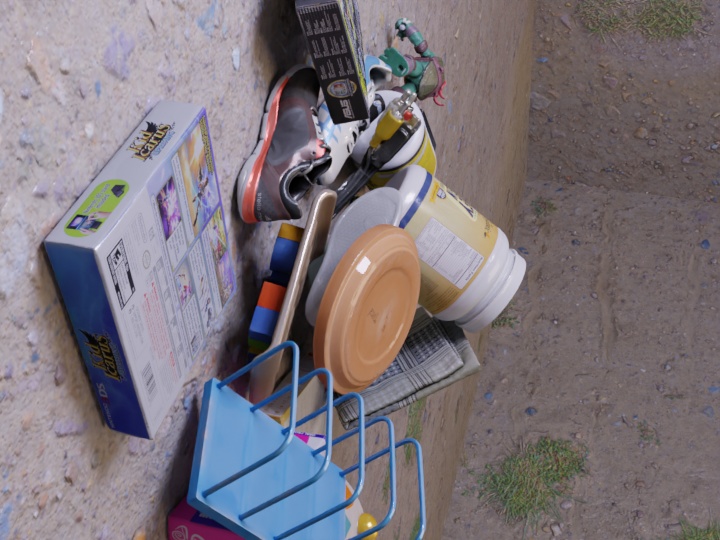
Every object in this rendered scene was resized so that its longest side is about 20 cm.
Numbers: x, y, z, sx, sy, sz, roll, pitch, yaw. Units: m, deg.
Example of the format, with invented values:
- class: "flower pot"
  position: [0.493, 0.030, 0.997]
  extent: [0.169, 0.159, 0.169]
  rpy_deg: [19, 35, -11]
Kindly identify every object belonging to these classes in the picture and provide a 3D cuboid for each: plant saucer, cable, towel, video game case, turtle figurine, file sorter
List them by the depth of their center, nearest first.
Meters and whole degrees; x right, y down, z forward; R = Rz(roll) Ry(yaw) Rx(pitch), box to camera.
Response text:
- class: "video game case"
  position: [-0.163, -0.001, 0.777]
  extent: [0.182, 0.045, 0.201]
  rpy_deg: [-65, 159, -45]
- class: "file sorter"
  position: [-0.043, 0.184, 0.925]
  extent: [0.200, 0.122, 0.139]
  rpy_deg: [42, 30, -31]
- class: "plant saucer"
  position: [0.015, 0.047, 1.115]
  extent: [0.200, 0.032, 0.202]
  rpy_deg: [-38, 137, -45]
- class: "cable"
  position: [0.009, -0.145, 1.236]
  extent: [0.200, 0.050, 0.097]
  rpy_deg: [-45, -178, 21]
- class: "towel"
  position: [0.049, 0.120, 1.300]
  extent: [0.193, 0.199, 0.035]
  rpy_deg: [-115, -179, -69]
- class: "turtle figurine"
  position: [0.075, -0.295, 1.450]
  extent: [0.200, 0.100, 0.151]
  rpy_deg: [-42, 140, -60]

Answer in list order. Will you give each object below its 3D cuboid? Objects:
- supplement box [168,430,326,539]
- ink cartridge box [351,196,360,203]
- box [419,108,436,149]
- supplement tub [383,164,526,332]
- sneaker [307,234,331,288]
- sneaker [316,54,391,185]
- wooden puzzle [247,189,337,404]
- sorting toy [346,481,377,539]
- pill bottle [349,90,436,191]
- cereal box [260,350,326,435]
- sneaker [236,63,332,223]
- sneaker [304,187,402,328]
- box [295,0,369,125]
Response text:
- class: "supplement box"
  position: [-0.112, 0.254, 1.024]
  extent: [0.200, 0.100, 0.104]
  rpy_deg: [-52, 148, -63]
- class: "ink cartridge box"
  position: [-0.008, 0.015, 1.403]
  extent: [0.146, 0.048, 0.201]
  rpy_deg: [81, 20, -52]
- class: "box"
  position: [0.078, -0.150, 1.642]
  extent: [0.160, 0.043, 0.202]
  rpy_deg: [52, 48, -71]
- class: "supplement tub"
  position: [0.101, -0.026, 1.269]
  extent: [0.145, 0.200, 0.145]
  rpy_deg: [-50, -168, 15]
- class: "sneaker"
  position: [-0.027, 0.060, 1.223]
  extent: [0.119, 0.073, 0.201]
  rpy_deg: [-76, 154, -53]
- class: "sneaker"
  position: [-0.012, -0.189, 1.206]
  extent: [0.072, 0.072, 0.201]
  rpy_deg: [79, 25, -57]
- class: "wooden puzzle"
  position: [-0.084, 0.029, 1.045]
  extent: [0.185, 0.046, 0.201]
  rpy_deg: [108, 2, -68]
- class: "sorting toy"
  position: [-0.078, 0.357, 1.196]
  extent: [0.180, 0.106, 0.201]
  rpy_deg: [13, 99, -61]
- class: "pill bottle"
  position: [0.047, -0.162, 1.372]
  extent: [0.200, 0.111, 0.113]
  rpy_deg: [54, 47, -70]
- class: "cereal box"
  position: [-0.085, 0.203, 1.224]
  extent: [0.200, 0.039, 0.145]
  rpy_deg: [-47, 144, -68]
- class: "sneaker"
  position: [-0.062, -0.128, 1.022]
  extent: [0.077, 0.081, 0.201]
  rpy_deg: [75, 28, -59]
- class: "sneaker"
  position: [0.000, 0.000, 1.167]
  extent: [0.201, 0.070, 0.099]
  rpy_deg: [-64, 157, -21]
- class: "box"
  position: [-0.032, -0.277, 1.031]
  extent: [0.200, 0.044, 0.161]
  rpy_deg: [68, 15, -64]
